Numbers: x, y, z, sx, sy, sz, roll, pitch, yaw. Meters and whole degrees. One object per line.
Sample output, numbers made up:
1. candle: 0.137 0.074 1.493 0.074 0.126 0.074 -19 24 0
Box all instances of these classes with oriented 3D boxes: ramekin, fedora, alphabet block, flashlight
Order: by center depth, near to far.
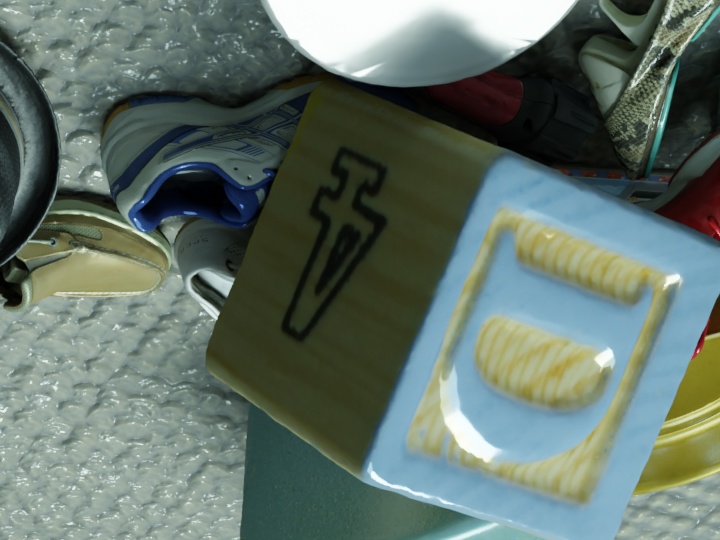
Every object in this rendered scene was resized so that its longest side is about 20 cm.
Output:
1. ramekin: 0.031 -0.207 1.147 0.201 0.094 0.203 -7 130 -8
2. fedora: -0.266 -0.057 1.228 0.200 0.092 0.201 -5 116 -11
3. alphabet block: 0.058 0.023 1.257 0.195 0.200 0.197 22 94 -33
4. flashlight: 0.058 -0.120 1.299 0.199 0.068 0.068 22 122 -33

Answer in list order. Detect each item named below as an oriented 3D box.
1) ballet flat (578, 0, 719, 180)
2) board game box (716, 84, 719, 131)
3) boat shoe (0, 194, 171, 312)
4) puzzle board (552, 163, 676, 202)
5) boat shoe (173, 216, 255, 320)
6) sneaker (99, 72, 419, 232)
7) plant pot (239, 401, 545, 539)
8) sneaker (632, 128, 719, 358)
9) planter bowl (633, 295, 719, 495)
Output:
1. ballet flat: 0.177 -0.146 1.308 0.075 0.068 0.200 20 130 -2
2. board game box: 0.310 -0.067 1.409 0.147 0.064 0.201 -11 136 -5
3. boat shoe: -0.213 -0.004 1.363 0.199 0.076 0.072 10 136 -24
4. puzzle board: 0.161 -0.014 1.486 0.199 0.017 0.151 2 139 -17
5. boat shoe: -0.038 0.041 1.385 0.200 0.069 0.071 31 118 -20
6. sneaker: -0.057 -0.063 1.322 0.199 0.088 0.075 -9 139 -4
7. plant pot: 0.051 0.158 1.498 0.199 0.197 0.196 -16 141 21
8. sneaker: 0.219 -0.009 1.312 0.200 0.116 0.078 -36 132 20
9. planter bowl: 0.207 0.062 1.424 0.199 0.084 0.201 -14 148 -9
